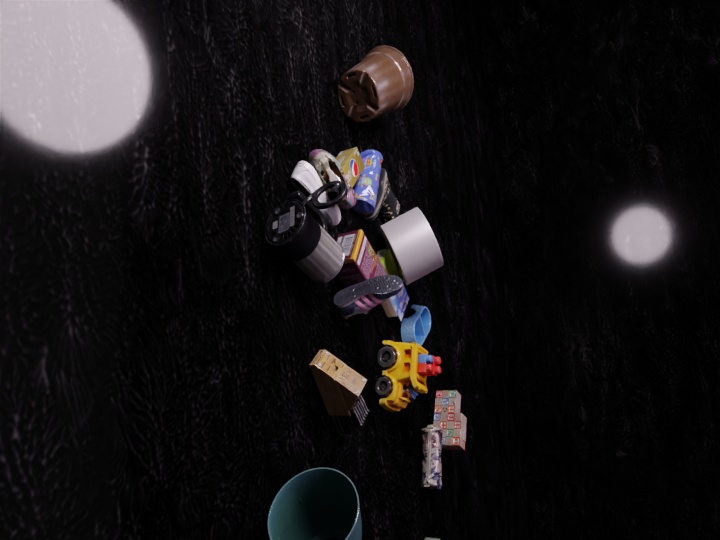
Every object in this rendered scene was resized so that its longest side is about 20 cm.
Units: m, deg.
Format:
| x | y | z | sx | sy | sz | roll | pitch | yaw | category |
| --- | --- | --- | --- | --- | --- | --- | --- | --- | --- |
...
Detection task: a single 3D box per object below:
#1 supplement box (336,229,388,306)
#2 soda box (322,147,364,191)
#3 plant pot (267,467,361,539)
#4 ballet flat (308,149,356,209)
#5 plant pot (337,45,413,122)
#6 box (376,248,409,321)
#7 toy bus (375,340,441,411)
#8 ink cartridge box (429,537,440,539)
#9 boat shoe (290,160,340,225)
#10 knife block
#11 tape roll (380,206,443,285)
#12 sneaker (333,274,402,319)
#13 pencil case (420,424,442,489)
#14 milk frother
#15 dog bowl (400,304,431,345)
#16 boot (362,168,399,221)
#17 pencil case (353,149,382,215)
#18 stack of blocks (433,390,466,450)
| x | y | z | sx | sy | sz | roll | pitch | yaw | category |
| --- | --- | --- | --- | --- | --- | --- | --- | --- | --- |
| 0.000 | 0.000 | 1.500 | 0.202 | 0.083 | 0.113 | 58 | 37 | -38 | supplement box |
| -0.054 | -0.265 | 1.485 | 0.069 | 0.062 | 0.203 | 62 | 35 | -30 | soda box |
| -0.084 | 0.560 | 1.116 | 0.202 | 0.193 | 0.166 | -58 | 144 | -49 | plant pot |
| -0.076 | -0.247 | 1.351 | 0.203 | 0.068 | 0.071 | 57 | 2 | 19 | ballet flat |
| 0.037 | -0.560 | 1.611 | 0.198 | 0.195 | 0.206 | -44 | 122 | -47 | plant pot |
| 0.094 | 0.050 | 1.702 | 0.204 | 0.046 | 0.123 | 65 | 33 | -28 | box |
| 0.153 | 0.321 | 1.605 | 0.135 | 0.186 | 0.208 | 38 | 53 | -53 | toy bus |
| 0.236 | 1.007 | 1.732 | 0.103 | 0.057 | 0.209 | -11 | 93 | -62 | ink cartridge box |
| -0.116 | -0.182 | 1.352 | 0.069 | 0.070 | 0.203 | -55 | 139 | -26 | boat shoe |
| -0.062 | 0.326 | 1.351 | 0.197 | 0.178 | 0.064 | 33 | 36 | 6 | knife block |
| 0.163 | -0.077 | 1.680 | 0.203 | 0.135 | 0.209 | 155 | -89 | -90 | tape roll |
| 0.027 | 0.074 | 1.438 | 0.072 | 0.193 | 0.083 | -99 | 171 | -46 | sneaker |
| 0.245 | 0.642 | 1.815 | 0.090 | 0.075 | 0.208 | 62 | 30 | -68 | pencil case |
| -0.088 | -0.094 | 1.233 | 0.188 | 0.194 | 0.187 | 43 | 54 | -49 | milk frother |
| 0.201 | 0.199 | 1.867 | 0.200 | 0.048 | 0.115 | -46 | 123 | -55 | dog bowl |
| 0.072 | -0.205 | 1.697 | 0.155 | 0.071 | 0.209 | 57 | 37 | -43 | boot |
| 0.017 | -0.273 | 1.605 | 0.078 | 0.083 | 0.207 | 117 | -17 | -63 | pencil case |
| 0.335 | 0.557 | 1.966 | 0.059 | 0.111 | 0.206 | 46 | 44 | -46 | stack of blocks |
